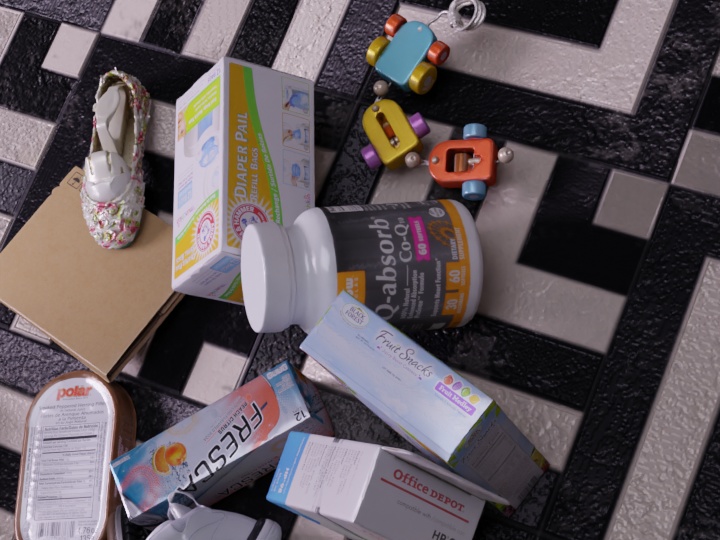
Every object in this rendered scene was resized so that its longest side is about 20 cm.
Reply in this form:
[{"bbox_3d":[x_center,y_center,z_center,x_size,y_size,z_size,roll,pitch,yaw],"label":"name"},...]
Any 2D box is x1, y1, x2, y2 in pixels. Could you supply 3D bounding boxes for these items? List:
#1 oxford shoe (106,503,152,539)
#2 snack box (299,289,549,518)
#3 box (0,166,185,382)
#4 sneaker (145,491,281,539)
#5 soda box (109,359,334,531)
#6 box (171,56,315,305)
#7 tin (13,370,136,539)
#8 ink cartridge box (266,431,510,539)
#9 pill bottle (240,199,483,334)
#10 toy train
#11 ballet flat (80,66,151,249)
[{"bbox_3d":[-0.223,0.313,1.421,0.083,0.073,0.202,-14,66,19],"label":"oxford shoe"},{"bbox_3d":[0.058,0.115,1.311,0.168,0.200,0.068,36,86,28],"label":"snack box"},{"bbox_3d":[-0.270,0.000,1.570,0.199,0.021,0.164,31,73,28],"label":"box"},{"bbox_3d":[-0.155,0.297,1.376,0.114,0.075,0.202,25,74,-4],"label":"sneaker"},{"bbox_3d":[-0.127,0.165,1.438,0.199,0.068,0.064,-31,62,7],"label":"soda box"},{"bbox_3d":[-0.111,-0.082,1.484,0.112,0.100,0.203,-30,55,53],"label":"box"},{"bbox_3d":[-0.276,0.195,1.506,0.110,0.042,0.203,-4,69,15],"label":"tin"},{"bbox_3d":[0.020,0.191,1.292,0.199,0.115,0.067,-1,63,61],"label":"ink cartridge box"},{"bbox_3d":[0.000,0.000,1.379,0.197,0.117,0.118,-5,64,-17],"label":"pill bottle"},{"bbox_3d":[0.076,-0.155,1.492,0.148,0.056,0.203,-7,71,18],"label":"toy train"},{"bbox_3d":[-0.255,-0.119,1.584,0.075,0.064,0.202,-9,59,11],"label":"ballet flat"}]
